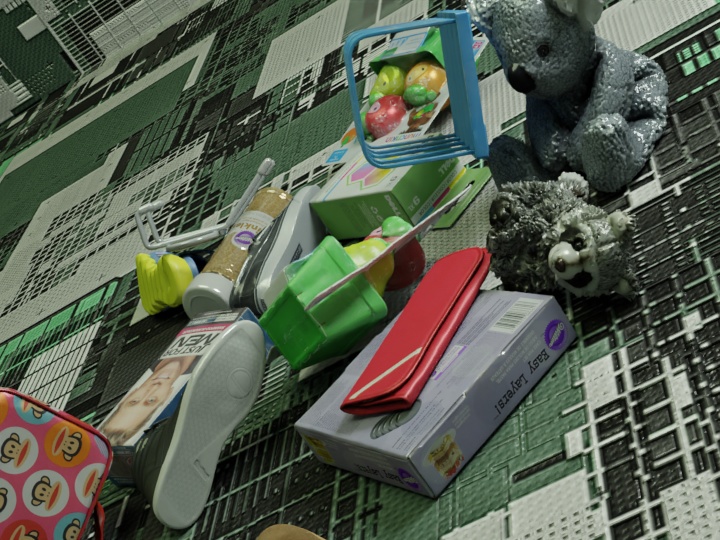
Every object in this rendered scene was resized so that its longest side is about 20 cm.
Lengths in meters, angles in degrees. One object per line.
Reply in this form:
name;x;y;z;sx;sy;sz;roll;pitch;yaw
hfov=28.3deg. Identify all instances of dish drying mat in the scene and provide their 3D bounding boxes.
dish drying mat;0.053;0.047;1.213;0.076;0.018;0.200;-16;29;41

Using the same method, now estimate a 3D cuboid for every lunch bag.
lunch bag;-0.317;0.221;1.325;0.082;0.175;0.201;-6;58;64

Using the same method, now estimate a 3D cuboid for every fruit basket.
fruit basket;0.000;0.000;1.355;0.200;0.094;0.185;-43;-2;-28
fruit basket;0.049;-0.213;1.769;0.200;0.094;0.185;-50;26;-24

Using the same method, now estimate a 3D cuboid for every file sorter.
file sorter;0.051;-0.182;1.438;0.122;0.140;0.200;-10;10;0

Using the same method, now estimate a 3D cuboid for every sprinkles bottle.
sprinkles bottle;-0.136;-0.015;1.671;0.068;0.068;0.200;-18;28;37

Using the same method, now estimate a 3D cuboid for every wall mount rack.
wall mount rack;-0.178;-0.075;1.720;0.172;0.075;0.200;-17;5;-1

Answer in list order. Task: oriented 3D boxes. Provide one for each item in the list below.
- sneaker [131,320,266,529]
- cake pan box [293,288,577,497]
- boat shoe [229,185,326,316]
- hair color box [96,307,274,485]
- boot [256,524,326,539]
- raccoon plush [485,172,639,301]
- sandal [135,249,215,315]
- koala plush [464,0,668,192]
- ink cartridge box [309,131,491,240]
sneaker;-0.158;0.135;1.340;0.099;0.070;0.201;7;72;60
cake pan box;0.062;0.090;1.203;0.200;0.052;0.184;-46;26;-23
boat shoe;-0.094;-0.023;1.614;0.067;0.072;0.201;-2;43;24
hair color box;-0.183;0.128;1.466;0.100;0.061;0.200;-10;35;48
boot;-0.050;0.226;1.062;0.073;0.076;0.200;-39;21;-5
raccoon plush;0.196;-0.047;1.228;0.133;0.097;0.200;1;37;33
sandal;-0.220;0.011;1.756;0.086;0.080;0.200;-12;7;-25
koala plush;0.193;-0.199;1.387;0.177;0.201;0.184;-7;36;51
ink cartridge box;0.045;-0.094;1.577;0.199;0.059;0.104;-5;37;52
